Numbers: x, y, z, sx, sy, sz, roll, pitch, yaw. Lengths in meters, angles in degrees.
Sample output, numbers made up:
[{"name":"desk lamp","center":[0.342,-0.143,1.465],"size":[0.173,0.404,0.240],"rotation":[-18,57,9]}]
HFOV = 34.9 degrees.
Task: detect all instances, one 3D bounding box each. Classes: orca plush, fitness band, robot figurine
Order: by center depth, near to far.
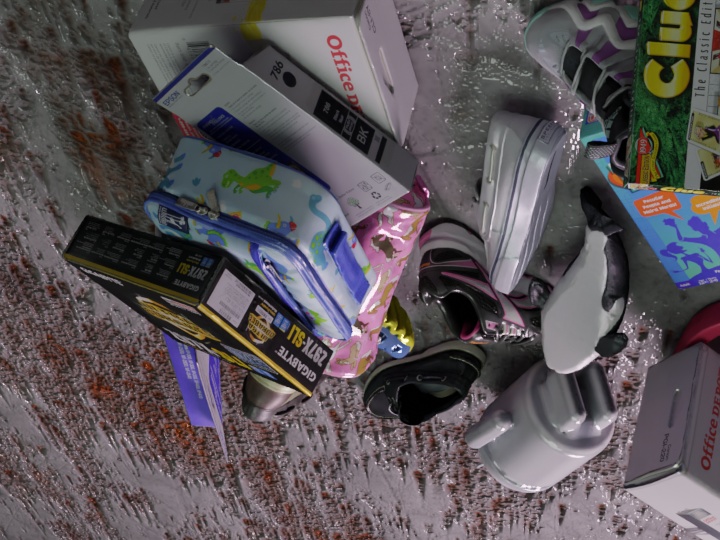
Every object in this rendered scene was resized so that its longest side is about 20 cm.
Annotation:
[{"name":"orca plush","center":[0.217,0.007,1.075],"size":[0.104,0.071,0.202],"rotation":[18,132,34]},{"name":"fitness band","center":[0.384,0.099,1.137],"size":[0.142,0.038,0.201],"rotation":[16,143,8]},{"name":"robot figurine","center":[0.198,0.169,1.240],"size":[0.167,0.114,0.200],"rotation":[4,149,-23]}]

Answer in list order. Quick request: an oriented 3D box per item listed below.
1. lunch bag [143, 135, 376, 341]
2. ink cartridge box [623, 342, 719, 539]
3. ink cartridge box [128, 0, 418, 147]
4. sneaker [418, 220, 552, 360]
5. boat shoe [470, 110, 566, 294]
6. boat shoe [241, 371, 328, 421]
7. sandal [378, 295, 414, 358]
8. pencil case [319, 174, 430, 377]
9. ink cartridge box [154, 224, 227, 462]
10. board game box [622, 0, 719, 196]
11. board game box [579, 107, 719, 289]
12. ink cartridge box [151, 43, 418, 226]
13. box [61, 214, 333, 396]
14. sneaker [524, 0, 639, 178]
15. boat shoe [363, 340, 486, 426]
[{"name":"lunch bag","center":[-0.075,-0.022,0.945],"size":[0.159,0.083,0.200],"rotation":[21,162,22]},{"name":"ink cartridge box","center":[0.363,0.187,1.105],"size":[0.199,0.147,0.085],"rotation":[34,144,-16]},{"name":"ink cartridge box","center":[-0.065,-0.172,0.939],"size":[0.197,0.084,0.146],"rotation":[2,142,22]},{"name":"sneaker","center":[0.127,0.044,1.132],"size":[0.199,0.087,0.080],"rotation":[32,143,-19]},{"name":"boat shoe","center":[0.133,-0.065,1.018],"size":[0.066,0.074,0.201],"rotation":[28,140,18]},{"name":"boat shoe","center":[-0.077,0.103,1.131],"size":[0.071,0.066,0.201],"rotation":[34,-171,6]},{"name":"sandal","center":[-0.033,0.032,1.177],"size":[0.199,0.080,0.087],"rotation":[34,107,-9]},{"name":"pencil case","center":[0.000,0.000,1.072],"size":[0.082,0.086,0.202],"rotation":[30,119,20]},{"name":"ink cartridge box","center":[-0.179,0.072,1.210],"size":[0.043,0.202,0.199],"rotation":[-9,141,-3]},{"name":"board game box","center":[0.233,-0.151,0.751],"size":[0.103,0.203,0.023],"rotation":[5,179,6]},{"name":"board game box","center":[0.293,-0.075,0.941],"size":[0.151,0.045,0.200],"rotation":[-14,131,37]},{"name":"ink cartridge box","center":[-0.058,-0.112,0.911],"size":[0.199,0.040,0.099],"rotation":[34,144,-25]},{"name":"box","center":[-0.139,0.029,0.975],"size":[0.199,0.050,0.160],"rotation":[16,162,42]},{"name":"sneaker","center":[0.182,-0.122,0.816],"size":[0.198,0.140,0.078],"rotation":[25,139,27]},{"name":"boat shoe","center":[0.064,0.144,1.305],"size":[0.074,0.067,0.198],"rotation":[38,140,-25]}]
